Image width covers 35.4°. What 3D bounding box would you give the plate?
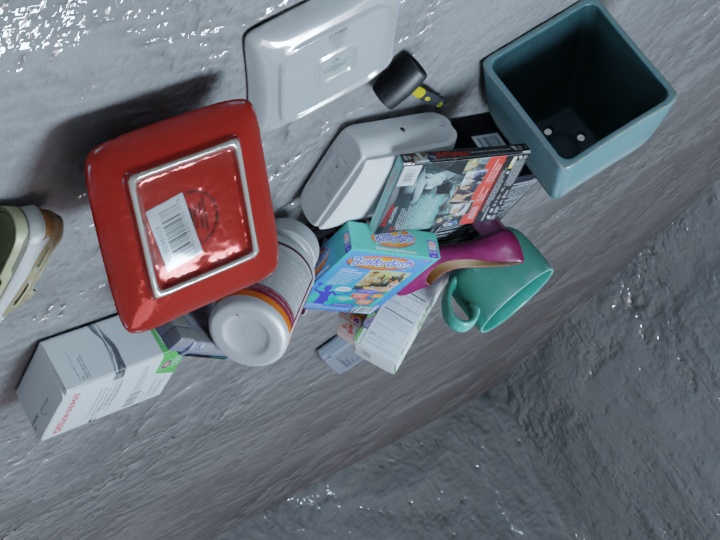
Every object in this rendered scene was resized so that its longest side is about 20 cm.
[{"bbox_3d":[-0.033,-0.234,1.227,0.197,0.033,0.201,-30,163,-14],"label":"plate"}]

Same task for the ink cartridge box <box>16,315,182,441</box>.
[{"bbox_3d":[-0.353,0.136,1.544,0.198,0.085,0.146,-20,158,-41],"label":"ink cartridge box"}]

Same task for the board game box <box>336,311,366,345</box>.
[{"bbox_3d":[0.031,0.015,1.880,0.202,0.046,0.152,-58,172,-19],"label":"board game box"}]

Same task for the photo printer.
[{"bbox_3d":[0.032,-0.138,1.540,0.198,0.070,0.167,-16,155,-40],"label":"photo printer"}]

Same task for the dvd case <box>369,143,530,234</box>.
[{"bbox_3d":[0.121,-0.111,1.533,0.197,0.022,0.147,-9,146,-25],"label":"dvd case"}]

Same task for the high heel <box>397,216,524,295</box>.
[{"bbox_3d":[0.145,0.000,1.687,0.199,0.097,0.067,-38,162,16],"label":"high heel"}]

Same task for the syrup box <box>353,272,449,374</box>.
[{"bbox_3d":[0.069,0.055,1.803,0.202,0.080,0.079,-60,171,-14],"label":"syrup box"}]

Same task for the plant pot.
[{"bbox_3d":[0.297,-0.219,1.599,0.194,0.198,0.201,-31,160,-9],"label":"plant pot"}]

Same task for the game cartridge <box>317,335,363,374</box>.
[{"bbox_3d":[-0.015,0.157,2.364,0.132,0.041,0.200,-31,164,0],"label":"game cartridge"}]

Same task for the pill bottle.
[{"bbox_3d":[-0.122,0.024,1.501,0.110,0.109,0.201,-46,-166,37],"label":"pill bottle"}]

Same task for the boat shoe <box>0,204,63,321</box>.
[{"bbox_3d":[-0.372,0.012,1.178,0.068,0.075,0.200,-5,146,-49],"label":"boat shoe"}]

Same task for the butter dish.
[{"bbox_3d":[-0.204,-0.070,1.177,0.197,0.147,0.203,-24,119,-31],"label":"butter dish"}]

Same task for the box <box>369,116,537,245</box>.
[{"bbox_3d":[0.142,-0.123,1.718,0.198,0.124,0.199,-14,153,-46],"label":"box"}]

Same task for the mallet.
[{"bbox_3d":[0.067,-0.224,1.453,0.066,0.041,0.200,-38,167,9],"label":"mallet"}]

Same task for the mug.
[{"bbox_3d":[0.204,0.007,1.764,0.152,0.115,0.184,-47,163,26],"label":"mug"}]

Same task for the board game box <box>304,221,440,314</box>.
[{"bbox_3d":[0.000,0.000,1.639,0.150,0.046,0.200,7,151,-31],"label":"board game box"}]

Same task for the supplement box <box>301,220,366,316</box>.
[{"bbox_3d":[-0.052,-0.013,1.764,0.108,0.061,0.201,-28,162,-20],"label":"supplement box"}]

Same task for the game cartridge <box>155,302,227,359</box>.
[{"bbox_3d":[-0.228,0.057,1.487,0.038,0.131,0.200,-34,164,12],"label":"game cartridge"}]
